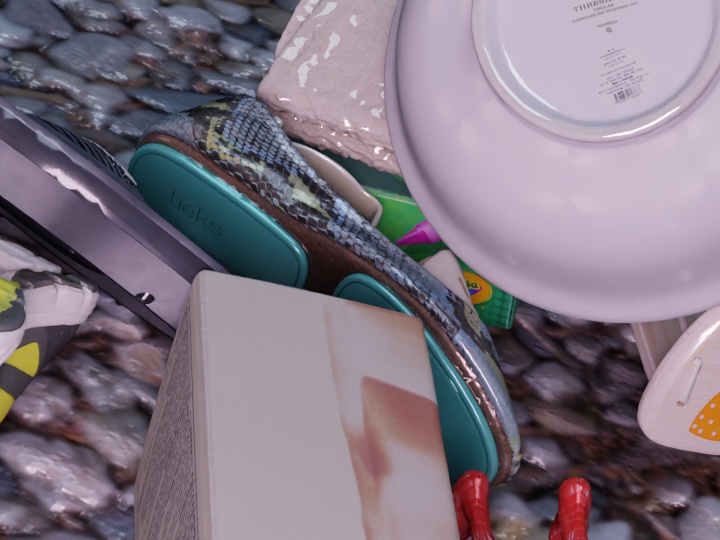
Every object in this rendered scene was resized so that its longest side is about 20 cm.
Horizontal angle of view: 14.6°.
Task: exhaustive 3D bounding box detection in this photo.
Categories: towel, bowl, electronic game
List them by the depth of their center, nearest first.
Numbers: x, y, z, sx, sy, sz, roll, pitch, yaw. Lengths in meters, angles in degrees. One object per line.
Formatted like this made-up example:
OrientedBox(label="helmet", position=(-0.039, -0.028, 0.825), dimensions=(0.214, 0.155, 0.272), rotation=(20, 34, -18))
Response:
OrientedBox(label="electronic game", position=(-0.110, -0.030, 1.046), dimensions=(0.200, 0.042, 0.200), rotation=(36, -6, 4))
OrientedBox(label="bowl", position=(0.096, -0.086, 1.053), dimensions=(0.201, 0.201, 0.090), rotation=(30, -2, 18))
OrientedBox(label="towel", position=(0.068, -0.082, 1.141), dimensions=(0.200, 0.034, 0.133), rotation=(23, 68, 17))

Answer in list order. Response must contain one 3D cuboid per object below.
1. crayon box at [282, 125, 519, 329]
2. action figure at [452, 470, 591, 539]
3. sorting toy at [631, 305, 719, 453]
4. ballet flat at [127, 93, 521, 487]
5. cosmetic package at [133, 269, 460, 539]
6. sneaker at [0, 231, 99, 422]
OrientedBox(label="crayon box", position=(0.033, -0.066, 1.224), dimensions=(0.119, 0.058, 0.200), rotation=(14, 39, 7))
OrientedBox(label="action figure", position=(0.060, 0.150, 0.933), dimensions=(0.065, 0.052, 0.200), rotation=(9, 35, -9))
OrientedBox(label="sorting toy", position=(0.182, -0.038, 1.162), dimensions=(0.107, 0.180, 0.200), rotation=(20, 25, -15))
OrientedBox(label="ballet flat", position=(0.000, 0.000, 1.096), dimensions=(0.200, 0.074, 0.074), rotation=(43, 34, 11))
OrientedBox(label="cosmetic package", position=(-0.022, 0.099, 0.913), dimensions=(0.087, 0.103, 0.200), rotation=(12, 31, -12))
OrientedBox(label="sneaker", position=(-0.151, 0.029, 0.986), dimensions=(0.074, 0.085, 0.200), rotation=(28, 8, 4))
